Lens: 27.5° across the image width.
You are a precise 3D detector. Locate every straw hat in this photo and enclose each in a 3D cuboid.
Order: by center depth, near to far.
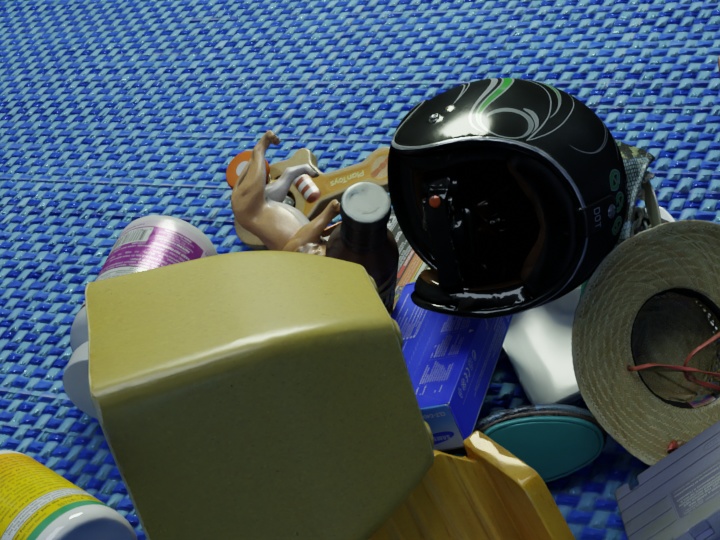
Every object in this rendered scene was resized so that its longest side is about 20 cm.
[{"bbox_3d":[0.249,0.061,1.167,0.201,0.201,0.085,-24,4,-5],"label":"straw hat"}]

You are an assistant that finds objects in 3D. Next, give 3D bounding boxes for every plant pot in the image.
[{"bbox_3d":[-0.063,0.094,1.021,0.200,0.195,0.196,-19,23,-5],"label":"plant pot"}]

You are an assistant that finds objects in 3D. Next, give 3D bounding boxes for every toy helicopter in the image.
[{"bbox_3d":[-0.042,-0.072,1.515,0.200,0.079,0.133,-18,57,22],"label":"toy helicopter"}]

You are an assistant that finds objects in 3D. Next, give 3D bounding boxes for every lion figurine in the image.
[{"bbox_3d":[-0.077,-0.042,1.459,0.122,0.072,0.200,-46,54,7],"label":"lion figurine"}]

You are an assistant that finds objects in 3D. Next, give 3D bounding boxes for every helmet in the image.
[{"bbox_3d":[0.111,-0.061,1.169,0.200,0.200,0.191,-8,18,16],"label":"helmet"}]

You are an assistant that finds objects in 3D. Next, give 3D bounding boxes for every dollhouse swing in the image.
[{"bbox_3d":[0.084,0.242,0.989,0.200,0.182,0.176,-35,17,-20],"label":"dollhouse swing"}]

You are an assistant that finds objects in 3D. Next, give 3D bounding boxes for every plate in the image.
[{"bbox_3d":[0.215,0.035,1.297,0.200,0.032,0.200,-22,35,-2],"label":"plate"}]

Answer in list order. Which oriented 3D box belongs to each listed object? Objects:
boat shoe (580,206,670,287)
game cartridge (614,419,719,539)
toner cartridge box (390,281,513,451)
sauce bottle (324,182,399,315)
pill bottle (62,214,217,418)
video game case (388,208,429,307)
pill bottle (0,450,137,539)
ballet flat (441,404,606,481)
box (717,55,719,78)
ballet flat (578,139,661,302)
[{"bbox_3d":[0.234,-0.022,1.281,0.200,0.063,0.073,3,39,27],"label":"boat shoe"},{"bbox_3d":[0.276,0.139,1.049,0.200,0.038,0.130,-36,15,12],"label":"game cartridge"},{"bbox_3d":[0.060,0.072,1.199,0.095,0.043,0.200,-13,27,26],"label":"toner cartridge box"},{"bbox_3d":[0.000,0.000,1.238,0.065,0.200,0.065,1,59,-2],"label":"sauce bottle"},{"bbox_3d":[-0.212,0.048,1.418,0.112,0.112,0.200,-5,39,20],"label":"pill bottle"},{"bbox_3d":[0.054,0.017,1.366,0.180,0.026,0.200,0,46,38],"label":"video game case"},{"bbox_3d":[-0.286,0.218,1.233,0.200,0.113,0.113,20,52,42],"label":"pill bottle"},{"bbox_3d":[0.094,0.143,1.177,0.200,0.074,0.074,-15,36,1],"label":"ballet flat"},{"bbox_3d":[0.394,-0.071,1.206,0.164,0.200,0.166,-10,37,13],"label":"box"},{"bbox_3d":[0.219,-0.014,1.230,0.074,0.074,0.201,0,77,25],"label":"ballet flat"}]
